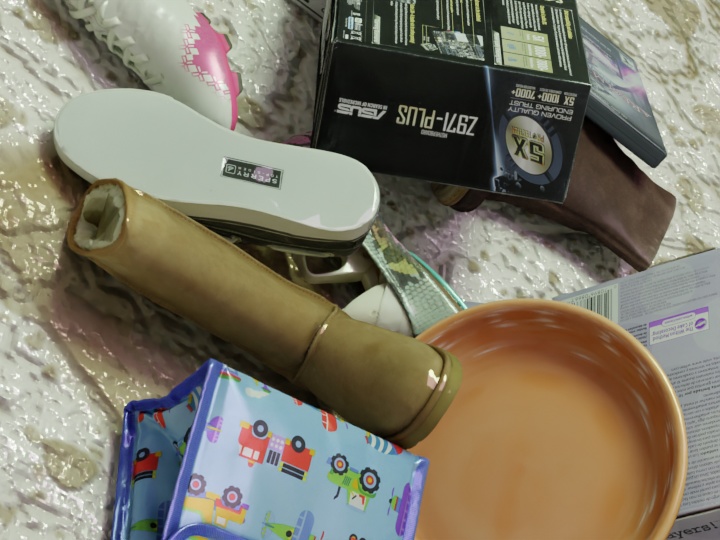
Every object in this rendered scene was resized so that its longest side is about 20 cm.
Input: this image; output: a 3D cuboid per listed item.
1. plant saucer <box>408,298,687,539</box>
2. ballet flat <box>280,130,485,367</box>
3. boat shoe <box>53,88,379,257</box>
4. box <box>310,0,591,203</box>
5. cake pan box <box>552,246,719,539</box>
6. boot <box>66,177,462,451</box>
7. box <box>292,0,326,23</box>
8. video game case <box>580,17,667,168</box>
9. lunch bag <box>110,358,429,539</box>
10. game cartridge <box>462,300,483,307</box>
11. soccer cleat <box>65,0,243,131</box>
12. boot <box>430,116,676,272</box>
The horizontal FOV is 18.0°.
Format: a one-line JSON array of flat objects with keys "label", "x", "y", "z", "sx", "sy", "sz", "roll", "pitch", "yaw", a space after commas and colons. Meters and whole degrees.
[{"label": "plant saucer", "x": 0.094, "y": 0.115, "z": 1.338, "sx": 0.037, "sy": 0.200, "sz": 0.201, "roll": 57, "pitch": 12, "yaw": -64}, {"label": "ballet flat", "x": 0.000, "y": 0.000, "z": 1.424, "sx": 0.071, "sy": 0.069, "sz": 0.200, "roll": -27, "pitch": 71, "yaw": -29}, {"label": "boat shoe", "x": -0.090, "y": -0.049, "z": 1.367, "sx": 0.199, "sy": 0.064, "sz": 0.071, "roll": 17, "pitch": 62, "yaw": -3}, {"label": "box", "x": 0.056, "y": -0.135, "z": 1.471, "sx": 0.163, "sy": 0.086, "sz": 0.200, "roll": 9, "pitch": 28, "yaw": -4}, {"label": "cake pan box", "x": 0.203, "y": 0.079, "z": 1.379, "sx": 0.052, "sy": 0.200, "sz": 0.185, "roll": 45, "pitch": 37, "yaw": -42}, {"label": "boot", "x": -0.058, "y": 0.024, "z": 1.287, "sx": 0.200, "sy": 0.175, "sz": 0.066, "roll": 33, "pitch": 80, "yaw": -23}, {"label": "box", "x": 0.024, "y": -0.239, "z": 1.645, "sx": 0.117, "sy": 0.060, "sz": 0.200, "roll": 36, "pitch": 40, "yaw": -15}, {"label": "video game case", "x": 0.158, "y": -0.158, "z": 1.686, "sx": 0.143, "sy": 0.019, "sz": 0.200, "roll": 36, "pitch": 18, "yaw": -16}, {"label": "lunch bag", "x": -0.059, "y": 0.174, "z": 1.212, "sx": 0.150, "sy": 0.094, "sz": 0.200, "roll": 26, "pitch": 55, "yaw": -28}, {"label": "game cartridge", "x": 0.116, "y": 0.114, "z": 1.456, "sx": 0.133, "sy": 0.042, "sz": 0.200, "roll": 4, "pitch": 56, "yaw": -37}, {"label": "soccer cleat", "x": -0.144, "y": -0.157, "z": 1.419, "sx": 0.086, "sy": 0.070, "sz": 0.200, "roll": -11, "pitch": 62, "yaw": -32}, {"label": "boot", "x": 0.143, "y": -0.058, "z": 1.594, "sx": 0.166, "sy": 0.072, "sz": 0.200, "roll": 41, "pitch": 34, "yaw": -4}]
